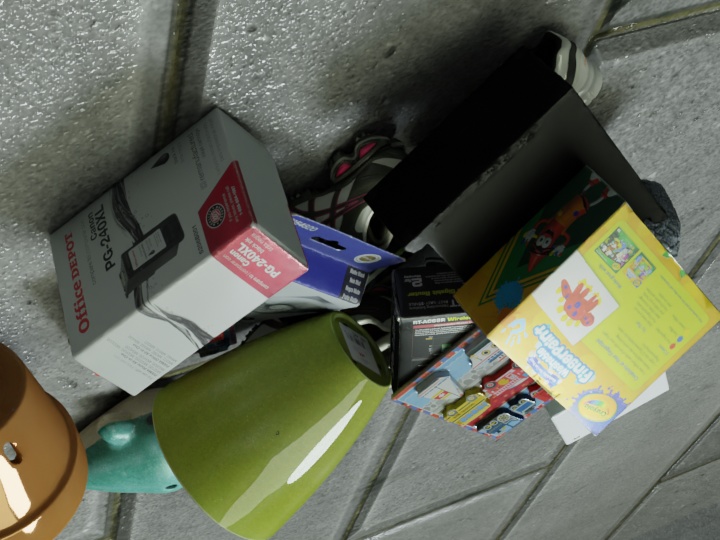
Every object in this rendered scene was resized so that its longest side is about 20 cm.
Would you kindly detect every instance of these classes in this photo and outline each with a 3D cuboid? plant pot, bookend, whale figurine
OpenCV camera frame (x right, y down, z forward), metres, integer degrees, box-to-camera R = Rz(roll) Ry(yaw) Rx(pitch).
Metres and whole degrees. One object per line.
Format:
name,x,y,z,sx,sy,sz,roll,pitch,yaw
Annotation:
plant pot,-0.361,0.157,1.308,0.198,0.201,0.141,-20,139,-15
bookend,0.145,-0.059,1.300,0.199,0.092,0.200,-44,130,5
plant pot,-0.073,0.135,1.424,0.200,0.188,0.187,-39,153,18
whale figurine,-0.263,0.213,1.598,0.198,0.104,0.159,-23,156,-9

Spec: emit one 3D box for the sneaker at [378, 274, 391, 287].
sneaker,-0.015,0.061,1.610,0.199,0.074,0.080,-31,145,-4

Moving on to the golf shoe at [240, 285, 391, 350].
golf shoe,-0.047,0.077,1.524,0.199,0.078,0.088,-24,-162,5

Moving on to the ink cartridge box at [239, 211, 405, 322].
ink cartridge box,-0.089,0.003,1.331,0.199,0.041,0.199,-11,161,33

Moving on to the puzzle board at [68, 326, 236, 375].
puzzle board,-0.197,0.073,1.397,0.149,0.018,0.200,-14,168,-6

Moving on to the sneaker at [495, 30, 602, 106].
sneaker,0.128,-0.153,1.345,0.199,0.074,0.080,-37,140,10

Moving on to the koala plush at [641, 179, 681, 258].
koala plush,0.210,-0.064,1.461,0.183,0.179,0.200,-7,147,42

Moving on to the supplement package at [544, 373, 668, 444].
supplement package,0.263,0.079,1.757,0.150,0.201,0.152,-29,156,4

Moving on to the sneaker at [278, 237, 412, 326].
sneaker,0.000,0.000,1.491,0.199,0.072,0.083,-36,155,18

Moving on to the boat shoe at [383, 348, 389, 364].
boat shoe,-0.025,0.127,1.724,0.198,0.072,0.065,-21,143,-8

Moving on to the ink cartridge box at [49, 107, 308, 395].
ink cartridge box,-0.157,-0.014,1.197,0.199,0.146,0.083,-35,138,16

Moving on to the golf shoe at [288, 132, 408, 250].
golf shoe,-0.022,-0.043,1.368,0.077,0.089,0.200,-2,146,-47

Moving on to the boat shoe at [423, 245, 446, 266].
boat shoe,0.102,0.020,1.542,0.071,0.072,0.200,12,168,10

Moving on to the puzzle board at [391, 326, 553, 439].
puzzle board,0.148,0.101,1.409,0.150,0.018,0.200,21,132,-33

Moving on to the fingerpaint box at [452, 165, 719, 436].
fingerpaint box,0.207,0.031,1.285,0.167,0.073,0.200,-45,130,7

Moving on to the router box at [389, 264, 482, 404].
router box,0.127,0.059,1.417,0.198,0.063,0.150,-5,143,-4
